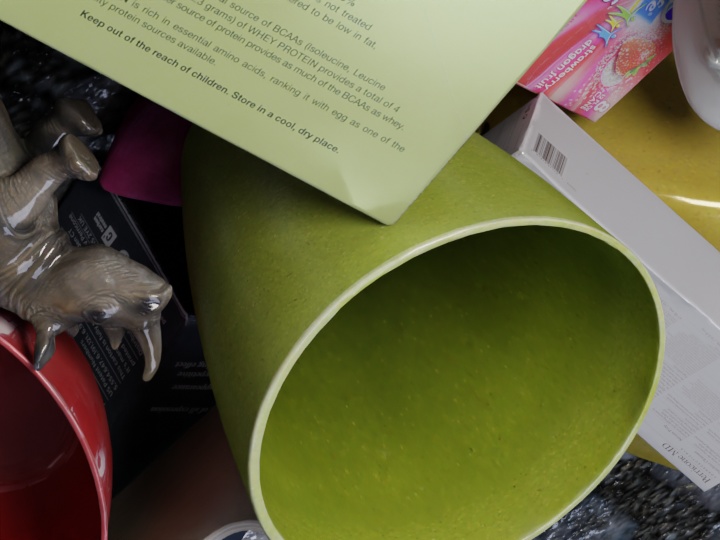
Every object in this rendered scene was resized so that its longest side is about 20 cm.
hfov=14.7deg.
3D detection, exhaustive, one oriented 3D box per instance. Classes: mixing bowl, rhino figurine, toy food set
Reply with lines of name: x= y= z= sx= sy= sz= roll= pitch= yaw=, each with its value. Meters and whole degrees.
mixing bowl: x=-0.189 y=0.074 z=1.244 sx=0.200 sy=0.200 sz=0.108 roll=-52 pitch=-178 yaw=30
rhino figurine: x=-0.146 y=-0.034 z=1.143 sx=0.087 sy=0.200 sz=0.060 roll=-34 pitch=-170 yaw=18
toy food set: x=-0.091 y=0.148 z=1.260 sx=0.060 sy=0.144 sz=0.200 roll=43 pitch=107 yaw=-15

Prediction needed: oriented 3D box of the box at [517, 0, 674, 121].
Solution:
box: x=0.130 y=-0.175 z=1.258 sx=0.200 sy=0.095 sz=0.103 roll=-44 pitch=148 yaw=19

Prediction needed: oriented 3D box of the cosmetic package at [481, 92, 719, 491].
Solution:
cosmetic package: x=0.123 y=0.012 z=1.295 sx=0.200 sy=0.051 sz=0.083 roll=41 pitch=129 yaw=-17

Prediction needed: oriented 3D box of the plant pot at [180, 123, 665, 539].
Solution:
plant pot: x=0.000 y=0.000 z=1.190 sx=0.187 sy=0.200 sz=0.187 roll=-16 pitch=132 yaw=-19

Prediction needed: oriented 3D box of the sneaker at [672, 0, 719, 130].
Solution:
sneaker: x=0.171 y=-0.113 z=1.178 sx=0.075 sy=0.089 sz=0.200 roll=18 pitch=142 yaw=4

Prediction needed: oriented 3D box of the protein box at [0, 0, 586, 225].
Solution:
protein box: x=-0.014 y=-0.163 z=1.036 sx=0.198 sy=0.135 sz=0.200 roll=27 pitch=120 yaw=-26

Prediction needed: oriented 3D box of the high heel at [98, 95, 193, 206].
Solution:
high heel: x=-0.039 y=-0.036 z=1.322 sx=0.096 sy=0.067 sz=0.200 roll=-46 pitch=143 yaw=5

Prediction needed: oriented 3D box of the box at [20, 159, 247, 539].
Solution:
box: x=-0.101 y=0.054 z=1.364 sx=0.148 sy=0.107 sz=0.200 roll=3 pitch=134 yaw=-46

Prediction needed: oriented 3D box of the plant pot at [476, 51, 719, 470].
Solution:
plant pot: x=0.154 y=-0.027 z=1.409 sx=0.200 sy=0.195 sz=0.196 roll=11 pitch=132 yaw=-25
